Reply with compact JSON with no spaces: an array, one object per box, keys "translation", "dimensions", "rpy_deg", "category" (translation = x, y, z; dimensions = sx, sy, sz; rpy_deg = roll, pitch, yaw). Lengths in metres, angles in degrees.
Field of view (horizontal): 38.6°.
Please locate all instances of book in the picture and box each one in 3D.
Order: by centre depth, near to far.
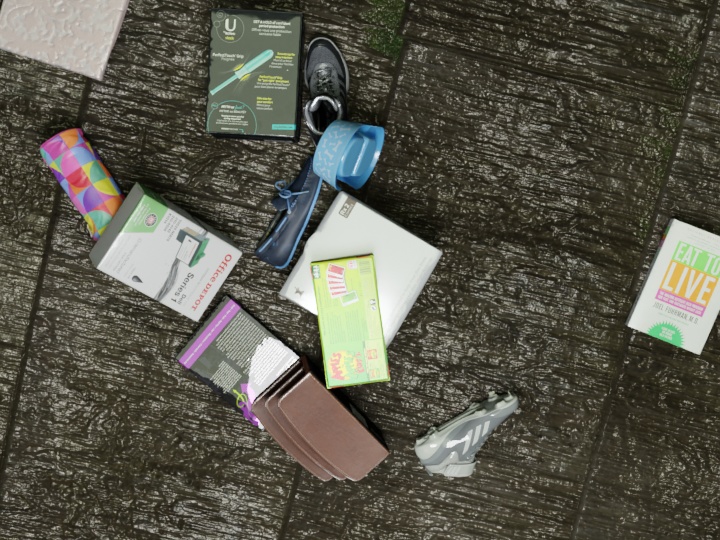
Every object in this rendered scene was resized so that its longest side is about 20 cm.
[{"translation":[0.557,0.027,1.770],"dimensions":[0.134,0.048,0.200],"rpy_deg":[22,95,2],"category":"book"}]

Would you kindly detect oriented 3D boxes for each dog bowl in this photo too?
[{"translation":[-0.020,-0.192,1.674],"dimensions":[0.050,0.200,0.112],"rpy_deg":[25,103,13],"category":"dog bowl"}]

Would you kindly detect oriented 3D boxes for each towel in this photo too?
[{"translation":[-0.498,-0.437,1.729],"dimensions":[0.200,0.032,0.191],"rpy_deg":[19,94,-1],"category":"towel"}]

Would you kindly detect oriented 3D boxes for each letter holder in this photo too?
[{"translation":[-0.074,0.268,1.723],"dimensions":[0.142,0.101,0.200],"rpy_deg":[-42,105,2],"category":"letter holder"}]

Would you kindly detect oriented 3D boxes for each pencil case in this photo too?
[{"translation":[-0.456,-0.139,1.723],"dimensions":[0.088,0.088,0.200],"rpy_deg":[-30,92,1],"category":"pencil case"}]

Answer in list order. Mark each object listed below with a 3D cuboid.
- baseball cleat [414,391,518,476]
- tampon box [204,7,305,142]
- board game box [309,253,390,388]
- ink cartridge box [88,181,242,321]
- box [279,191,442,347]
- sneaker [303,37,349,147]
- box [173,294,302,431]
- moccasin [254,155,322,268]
[{"translation":[0.195,0.287,1.772],"dimensions":[0.200,0.070,0.106],"rpy_deg":[-27,100,10],"category":"baseball cleat"},{"translation":[-0.171,-0.317,1.693],"dimensions":[0.150,0.126,0.200],"rpy_deg":[3,93,-1],"category":"tampon box"},{"translation":[-0.016,0.079,1.629],"dimensions":[0.102,0.048,0.200],"rpy_deg":[-8,95,1],"category":"board game box"},{"translation":[-0.317,-0.028,1.689],"dimensions":[0.200,0.084,0.146],"rpy_deg":[31,94,-30],"category":"ink cartridge box"},{"translation":[0.000,0.000,1.712],"dimensions":[0.200,0.131,0.199],"rpy_deg":[31,93,-2],"category":"box"},{"translation":[-0.057,-0.295,1.697],"dimensions":[0.075,0.114,0.200],"rpy_deg":[-6,88,3],"category":"sneaker"},{"translation":[-0.198,0.159,1.767],"dimensions":[0.200,0.036,0.143],"rpy_deg":[41,92,-2],"category":"box"},{"translation":[-0.120,-0.102,1.728],"dimensions":[0.068,0.080,0.200],"rpy_deg":[21,92,-14],"category":"moccasin"}]
